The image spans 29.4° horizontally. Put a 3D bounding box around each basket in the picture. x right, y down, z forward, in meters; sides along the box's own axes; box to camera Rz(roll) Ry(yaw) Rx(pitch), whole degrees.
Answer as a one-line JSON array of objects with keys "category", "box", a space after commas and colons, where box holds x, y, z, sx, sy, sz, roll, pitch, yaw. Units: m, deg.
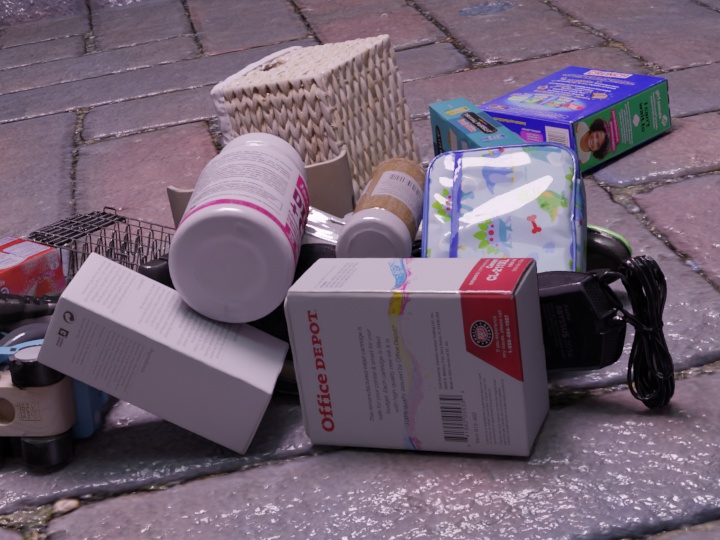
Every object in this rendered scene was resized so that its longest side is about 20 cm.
[{"category": "basket", "box": [-0.046, -0.159, 1.637, 0.159, 0.202, 0.198, -3, 21, 31]}]

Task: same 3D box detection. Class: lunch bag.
[{"category": "lunch bag", "box": [0.132, -0.018, 1.290, 0.159, 0.083, 0.203, -1, 66, 16]}]

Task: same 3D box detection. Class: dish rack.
[{"category": "dish rack", "box": [-0.268, -0.020, 1.541, 0.198, 0.055, 0.153, 13, 20, 24]}]

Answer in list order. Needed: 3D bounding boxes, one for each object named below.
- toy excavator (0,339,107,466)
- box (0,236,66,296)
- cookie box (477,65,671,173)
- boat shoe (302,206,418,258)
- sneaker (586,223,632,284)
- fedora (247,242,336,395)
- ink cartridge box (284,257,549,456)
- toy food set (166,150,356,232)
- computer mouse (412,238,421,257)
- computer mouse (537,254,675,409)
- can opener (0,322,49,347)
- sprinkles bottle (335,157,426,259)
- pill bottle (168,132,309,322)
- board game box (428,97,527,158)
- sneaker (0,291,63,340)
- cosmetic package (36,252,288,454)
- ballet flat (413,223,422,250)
[{"category": "toy excavator", "box": [-0.264, 0.100, 1.286, 0.192, 0.101, 0.200, -2, 15, 14]}, {"category": "box", "box": [-0.415, 0.047, 1.447, 0.099, 0.097, 0.199, 11, 30, 43]}, {"category": "cookie box", "box": [0.279, -0.199, 1.788, 0.199, 0.076, 0.170, -26, 28, -35]}, {"category": "boat shoe", "box": [-0.013, -0.028, 1.398, 0.197, 0.072, 0.069, 14, 67, 15]}, {"category": "sneaker", "box": [0.173, 0.009, 1.361, 0.197, 0.077, 0.084, -11, 32, 15]}, {"category": "fedora", "box": [-0.039, 0.035, 1.310, 0.198, 0.093, 0.201, -8, 30, 5]}, {"category": "ink cartridge box", "box": [0.049, 0.069, 1.153, 0.197, 0.148, 0.083, 1, 23, 22]}, {"category": "toy food set", "box": [-0.097, -0.041, 1.471, 0.197, 0.145, 0.060, -13, 21, -8]}, {"category": "computer mouse", "box": [0.000, 0.000, 1.433, 0.198, 0.034, 0.059, -22, 34, -2]}, {"category": "computer mouse", "box": [0.170, 0.049, 1.174, 0.197, 0.140, 0.053, -2, 23, 24]}, {"category": "can opener", "box": [-0.271, 0.070, 1.376, 0.198, 0.068, 0.053, -23, 27, -28]}, {"category": "sprinkles bottle", "box": [0.026, -0.049, 1.312, 0.067, 0.069, 0.200, -4, 20, 11]}, {"category": "pill bottle", "box": [-0.106, -0.047, 1.274, 0.112, 0.115, 0.201, -6, 27, 7]}, {"category": "board game box", "box": [0.132, -0.088, 1.486, 0.046, 0.153, 0.200, -12, 23, -11]}, {"category": "sneaker", "box": [-0.326, 0.064, 1.416, 0.198, 0.080, 0.075, 2, 9, -31]}, {"category": "cosmetic package", "box": [-0.171, 0.071, 1.208, 0.198, 0.072, 0.102, 25, 23, -4]}, {"category": "ballet flat", "box": [0.063, -0.057, 1.553, 0.066, 0.065, 0.200, -10, 22, -4]}]
